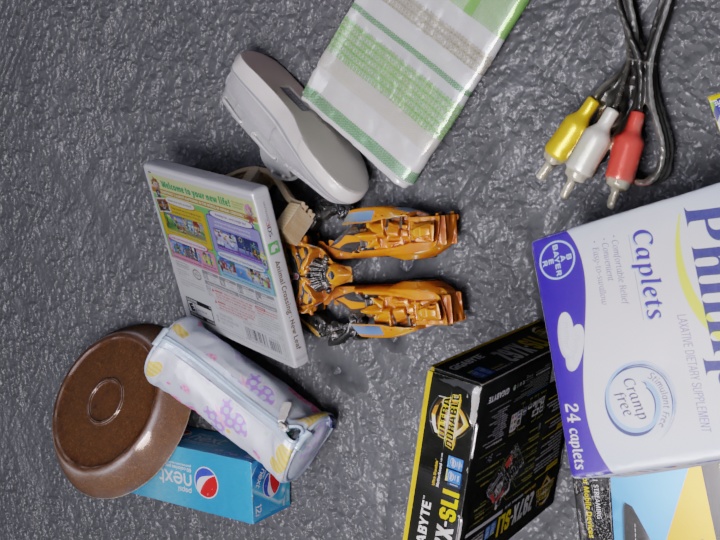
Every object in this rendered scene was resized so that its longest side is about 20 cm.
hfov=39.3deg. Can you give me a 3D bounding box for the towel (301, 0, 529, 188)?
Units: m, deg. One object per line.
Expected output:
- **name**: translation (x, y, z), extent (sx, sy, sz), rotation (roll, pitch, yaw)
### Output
- **towel**: translation (0.045, -0.195, 0.902), extent (0.149, 0.031, 0.200), rotation (43, 116, 19)

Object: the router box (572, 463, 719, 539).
- **router box**: translation (0.253, 0.230, 0.801), extent (0.149, 0.051, 0.200), rotation (-6, 92, 35)

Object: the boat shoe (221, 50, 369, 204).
- **boat shoe**: translation (-0.069, -0.125, 0.963), extent (0.200, 0.072, 0.069), rotation (48, 124, 19)

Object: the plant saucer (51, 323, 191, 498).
- **plant saucer**: translation (-0.272, 0.148, 1.111), extent (0.200, 0.034, 0.201), rotation (-14, 61, 28)

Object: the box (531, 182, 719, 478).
- **box**: translation (0.244, 0.043, 0.718), extent (0.200, 0.105, 0.184), rotation (-19, 70, 34)

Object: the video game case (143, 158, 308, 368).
- **video game case**: translation (-0.134, -0.011, 0.992), extent (0.200, 0.022, 0.182), rotation (18, 128, 48)

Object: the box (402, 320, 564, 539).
- **box**: translation (0.108, 0.136, 0.798), extent (0.049, 0.200, 0.160), rotation (17, 107, 30)

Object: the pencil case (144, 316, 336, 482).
- **pencil case**: translation (-0.124, 0.129, 1.014), extent (0.200, 0.091, 0.083), rotation (33, 89, 20)

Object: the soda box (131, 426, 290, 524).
- **soda box**: translation (-0.172, 0.214, 1.089), extent (0.200, 0.064, 0.068), rotation (4, 99, 35)

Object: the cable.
- **cable**: translation (0.209, -0.144, 0.776), extent (0.097, 0.050, 0.200), rotation (27, 113, 28)

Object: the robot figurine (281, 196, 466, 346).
- **robot figurine**: translation (0.000, 0.000, 0.939), extent (0.200, 0.058, 0.145), rotation (-3, 94, 35)

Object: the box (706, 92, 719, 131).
- **box**: translation (0.347, -0.124, 0.675), extent (0.200, 0.064, 0.070), rotation (-22, 84, 36)

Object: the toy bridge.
- **toy bridge**: translation (-0.115, -0.072, 1.006), extent (0.200, 0.027, 0.067), rotation (14, 65, 47)
